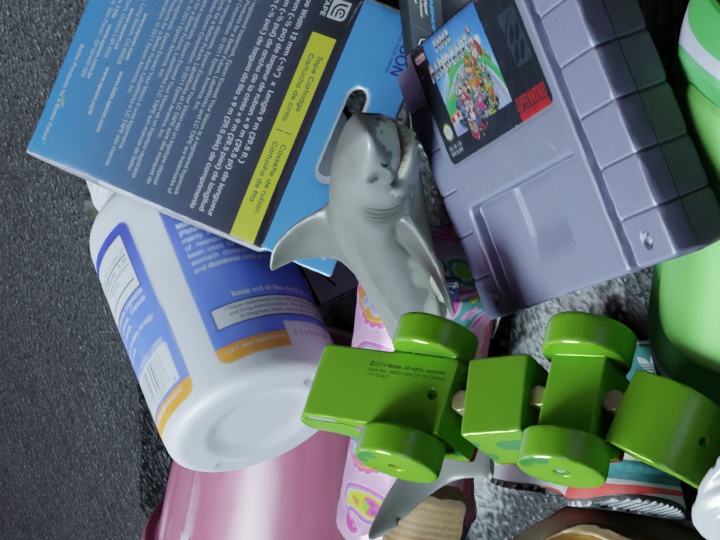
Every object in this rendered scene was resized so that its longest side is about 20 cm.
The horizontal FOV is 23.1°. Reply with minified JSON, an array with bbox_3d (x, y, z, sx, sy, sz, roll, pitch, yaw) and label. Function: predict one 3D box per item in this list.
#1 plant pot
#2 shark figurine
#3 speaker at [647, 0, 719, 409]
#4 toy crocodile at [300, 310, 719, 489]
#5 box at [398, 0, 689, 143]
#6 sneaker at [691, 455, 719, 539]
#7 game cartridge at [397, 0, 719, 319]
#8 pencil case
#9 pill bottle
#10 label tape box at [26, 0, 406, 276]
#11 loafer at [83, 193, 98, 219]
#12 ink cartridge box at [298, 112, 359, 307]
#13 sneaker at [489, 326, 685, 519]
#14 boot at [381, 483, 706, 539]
[{"bbox_3d":[-0.044,0.141,1.141,0.199,0.199,0.181,30,126,46],"label":"plant pot"},{"bbox_3d":[0.003,0.010,0.862,0.128,0.088,0.216,-96,-7,-63],"label":"shark figurine"},{"bbox_3d":[0.161,-0.029,0.697,0.088,0.088,0.201,40,147,36],"label":"speaker"},{"bbox_3d":[0.061,0.060,0.757,0.198,0.068,0.062,0,153,33],"label":"toy crocodile"},{"bbox_3d":[0.079,-0.119,0.795,0.159,0.046,0.201,37,145,41],"label":"box"},{"bbox_3d":[0.212,0.052,0.655,0.099,0.078,0.201,45,126,28],"label":"sneaker"},{"bbox_3d":[0.073,-0.054,0.740,0.131,0.038,0.200,65,162,1],"label":"game cartridge"},{"bbox_3d":[0.034,0.069,0.991,0.087,0.087,0.202,36,132,40],"label":"pencil case"},{"bbox_3d":[-0.093,0.006,1.032,0.112,0.111,0.201,104,146,-55],"label":"pill bottle"},{"bbox_3d":[-0.064,-0.091,0.953,0.198,0.145,0.066,22,178,21],"label":"label tape box"},{"bbox_3d":[-0.130,-0.029,1.230,0.199,0.075,0.070,11,122,57],"label":"loafer"},{"bbox_3d":[-0.046,-0.080,1.062,0.201,0.044,0.094,63,153,-1],"label":"ink cartridge box"},{"bbox_3d":[0.119,0.072,0.914,0.200,0.070,0.095,174,104,-78],"label":"sneaker"},{"bbox_3d":[0.095,0.193,0.898,0.071,0.199,0.146,-64,-17,-84],"label":"boot"}]
